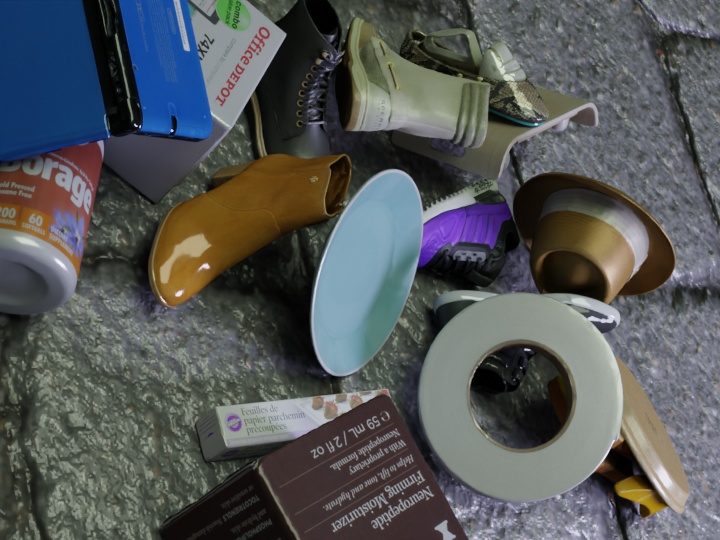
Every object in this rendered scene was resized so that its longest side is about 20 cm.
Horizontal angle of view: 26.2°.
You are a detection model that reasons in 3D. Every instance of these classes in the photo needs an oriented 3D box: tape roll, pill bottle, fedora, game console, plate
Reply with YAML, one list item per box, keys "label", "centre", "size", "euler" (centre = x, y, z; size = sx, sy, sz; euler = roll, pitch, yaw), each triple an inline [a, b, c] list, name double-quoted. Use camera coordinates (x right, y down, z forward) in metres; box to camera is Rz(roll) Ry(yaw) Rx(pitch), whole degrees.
- label: "tape roll"
  centre: [0.154, 0.123, 1.495]
  size: [0.200, 0.037, 0.206]
  euler: [0, 79, 0]
- label: "pill bottle"
  centre: [-0.276, -0.075, 1.297]
  size: [0.111, 0.112, 0.202]
  euler: [23, 53, -26]
- label: "fedora"
  centre: [0.231, -0.015, 1.619]
  size: [0.200, 0.200, 0.082]
  euler: [39, 63, -13]
- label: "game console"
  centre: [-0.230, -0.194, 1.281]
  size: [0.170, 0.117, 0.203]
  euler: [1, 75, -59]
- label: "plate"
  centre: [0.000, 0.000, 1.455]
  size: [0.025, 0.202, 0.200]
  euler: [19, 38, 26]

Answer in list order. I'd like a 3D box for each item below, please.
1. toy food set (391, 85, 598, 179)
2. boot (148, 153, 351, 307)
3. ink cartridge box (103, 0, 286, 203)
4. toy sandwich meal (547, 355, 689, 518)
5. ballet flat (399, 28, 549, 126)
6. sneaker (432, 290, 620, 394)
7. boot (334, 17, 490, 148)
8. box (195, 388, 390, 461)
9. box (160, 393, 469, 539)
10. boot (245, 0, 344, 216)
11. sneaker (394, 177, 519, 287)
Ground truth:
- label: "toy food set"
  centre: [0.149, -0.156, 1.690]
  size: [0.142, 0.061, 0.199]
  euler: [22, 32, 33]
- label: "boot"
  centre: [-0.095, -0.045, 1.398]
  size: [0.071, 0.142, 0.202]
  euler: [66, 34, -30]
- label: "ink cartridge box"
  centre: [-0.201, -0.198, 1.408]
  size: [0.199, 0.146, 0.148]
  euler: [38, 47, -14]
- label: "toy sandwich meal"
  centre: [0.270, 0.174, 1.604]
  size: [0.206, 0.070, 0.206]
  euler: [54, 15, -22]
- label: "ballet flat"
  centre: [0.118, -0.216, 1.652]
  size: [0.199, 0.076, 0.067]
  euler: [25, 28, 36]
- label: "sneaker"
  centre: [0.172, 0.078, 1.576]
  size: [0.197, 0.071, 0.100]
  euler: [2, 66, -13]
- label: "boot"
  centre: [0.054, -0.192, 1.601]
  size: [0.152, 0.073, 0.201]
  euler: [9, 31, -8]
- label: "box"
  centre: [-0.054, 0.139, 1.399]
  size: [0.198, 0.041, 0.039]
  euler: [-2, 65, -40]
- label: "box"
  centre: [-0.026, 0.241, 1.272]
  size: [0.165, 0.164, 0.202]
  euler: [-23, 80, -44]
- label: "boot"
  centre: [-0.048, -0.163, 1.515]
  size: [0.077, 0.138, 0.202]
  euler: [-18, 77, -43]
- label: "sneaker"
  centre: [0.102, -0.024, 1.600]
  size: [0.199, 0.069, 0.100]
  euler: [-27, 85, -44]
